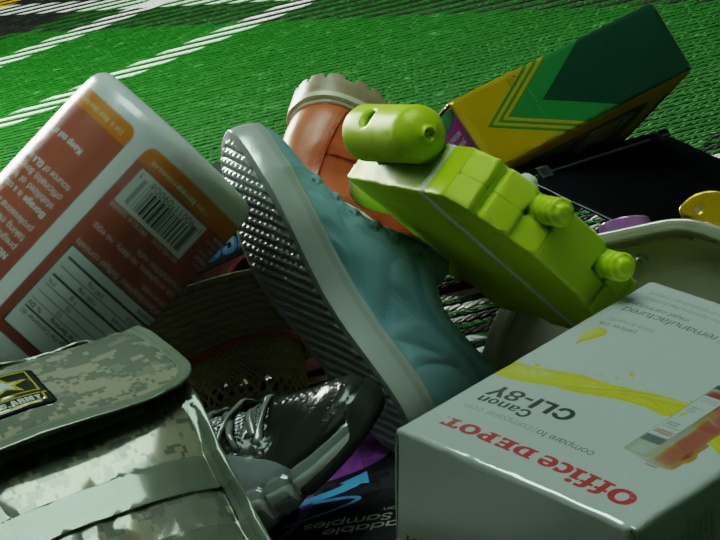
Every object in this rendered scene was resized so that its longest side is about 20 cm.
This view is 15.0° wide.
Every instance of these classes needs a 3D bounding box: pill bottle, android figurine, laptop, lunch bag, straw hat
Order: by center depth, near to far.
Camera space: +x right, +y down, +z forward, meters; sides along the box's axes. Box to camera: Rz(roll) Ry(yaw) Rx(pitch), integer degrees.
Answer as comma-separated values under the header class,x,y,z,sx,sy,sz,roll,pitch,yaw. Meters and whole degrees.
class,x,y,z,sx,sy,sz,roll,pitch,yaw
lunch bag,-0.140,0.119,1.250,0.164,0.118,0.200,-19,59,-19
android figurine,0.071,-0.022,1.422,0.041,0.182,0.200,-55,23,-11
pill bottle,-0.163,0.003,1.423,0.200,0.112,0.112,-47,19,-2
straw hat,-0.072,0.074,1.557,0.201,0.085,0.201,-15,-19,-5
laptop,0.166,-0.018,1.784,0.200,0.116,0.187,-39,-13,35

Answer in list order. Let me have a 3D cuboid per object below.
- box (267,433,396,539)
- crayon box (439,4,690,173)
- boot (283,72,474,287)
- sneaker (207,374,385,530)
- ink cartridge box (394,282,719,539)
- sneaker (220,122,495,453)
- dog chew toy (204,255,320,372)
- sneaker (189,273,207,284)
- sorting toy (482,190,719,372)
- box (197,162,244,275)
class,x,y,z,sx,sy,sz,roll,pitch,yaw
box,0.012,0.126,1.416,0.143,0.036,0.200,-10,17,13
crayon box,0.104,-0.084,1.829,0.172,0.058,0.200,-26,-10,-27
boot,0.033,-0.020,1.603,0.075,0.200,0.107,-42,24,44
sneaker,-0.092,0.086,1.372,0.200,0.116,0.075,-37,8,21
ink cartridge box,0.133,0.093,1.283,0.145,0.084,0.200,20,34,38
sneaker,0.000,0.000,1.463,0.082,0.200,0.074,-29,-6,-28
dog chew toy,-0.048,-0.001,1.778,0.124,0.125,0.200,-12,8,8
sneaker,-0.158,0.063,1.664,0.106,0.075,0.200,-27,-5,-35
sorting toy,0.164,0.022,1.592,0.199,0.107,0.180,-12,-4,7
box,-0.156,-0.016,1.618,0.198,0.050,0.200,-8,13,41
